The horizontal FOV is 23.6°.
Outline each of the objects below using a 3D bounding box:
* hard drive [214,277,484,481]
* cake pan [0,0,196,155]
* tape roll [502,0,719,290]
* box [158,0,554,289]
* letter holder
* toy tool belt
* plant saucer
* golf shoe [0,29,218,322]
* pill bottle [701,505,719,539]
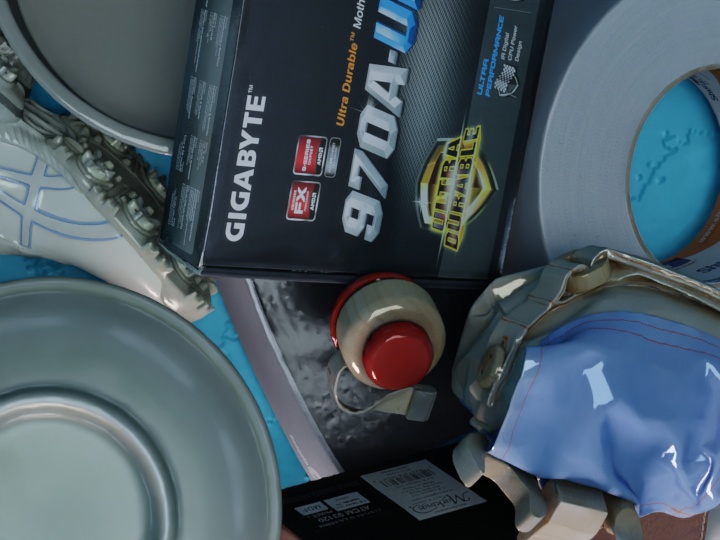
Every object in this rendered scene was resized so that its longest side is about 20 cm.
[{"bbox_3d":[0.000,0.000,0.843,0.134,0.042,0.202,-24,101,-9],"label":"hard drive"},{"bbox_3d":[-0.074,-0.147,0.789,0.198,0.037,0.203,2,81,-11],"label":"cake pan"},{"bbox_3d":[0.155,-0.048,0.839,0.198,0.066,0.203,-4,100,-26],"label":"tape roll"},{"bbox_3d":[0.005,-0.096,0.746,0.157,0.046,0.202,3,103,-33],"label":"box"},{"bbox_3d":[0.055,0.168,0.817,0.198,0.100,0.144,-11,113,-32],"label":"letter holder"},{"bbox_3d":[0.092,0.058,0.729,0.198,0.123,0.126,9,116,-19],"label":"toy tool belt"},{"bbox_3d":[-0.131,0.103,0.727,0.198,0.050,0.203,0,88,-5],"label":"plant saucer"},{"bbox_3d":[-0.156,-0.035,0.800,0.200,0.078,0.097,44,104,-8],"label":"golf shoe"},{"bbox_3d":[0.218,0.147,0.872,0.115,0.116,0.202,-23,101,-9],"label":"pill bottle"}]
